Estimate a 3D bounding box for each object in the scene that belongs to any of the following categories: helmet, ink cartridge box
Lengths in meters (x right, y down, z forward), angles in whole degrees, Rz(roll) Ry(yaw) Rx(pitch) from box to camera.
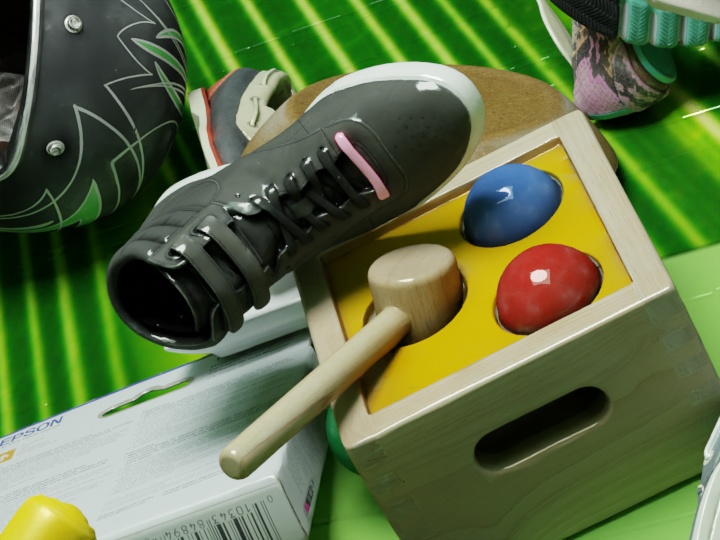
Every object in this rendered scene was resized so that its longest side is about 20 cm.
[{"bbox_3d":[-0.194,-0.113,1.347,0.190,0.201,0.201,-2,41,13],"label":"helmet"},{"bbox_3d":[-0.109,0.106,1.125,0.196,0.043,0.200,-21,15,12],"label":"ink cartridge box"}]

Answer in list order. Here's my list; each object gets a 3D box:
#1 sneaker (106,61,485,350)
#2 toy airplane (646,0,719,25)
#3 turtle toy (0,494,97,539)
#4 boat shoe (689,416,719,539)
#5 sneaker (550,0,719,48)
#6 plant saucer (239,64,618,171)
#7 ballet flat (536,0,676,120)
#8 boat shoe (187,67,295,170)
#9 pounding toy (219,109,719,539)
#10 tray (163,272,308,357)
[{"bbox_3d":[-0.032,-0.021,1.027,0.199,0.071,0.099,-25,21,34],"label":"sneaker"},{"bbox_3d":[0.232,-0.133,1.059,0.141,0.199,0.200,-51,37,-13],"label":"toy airplane"},{"bbox_3d":[-0.157,0.168,0.988,0.146,0.200,0.101,-54,9,-11],"label":"turtle toy"},{"bbox_3d":[0.179,0.084,0.962,0.201,0.073,0.062,-64,4,-31],"label":"boat shoe"},{"bbox_3d":[0.183,-0.161,1.208,0.199,0.075,0.088,6,24,-7],"label":"sneaker"},{"bbox_3d":[0.034,-0.072,1.191,0.199,0.036,0.200,-2,20,1],"label":"plant saucer"},{"bbox_3d":[0.125,-0.174,1.257,0.071,0.069,0.201,-21,63,33],"label":"ballet flat"},{"bbox_3d":[-0.055,-0.062,1.289,0.062,0.071,0.200,-16,26,-2],"label":"boat shoe"},{"bbox_3d":[0.043,0.037,1.028,0.199,0.142,0.184,-26,34,5],"label":"pounding toy"},{"bbox_3d":[0.000,0.000,1.192,0.199,0.022,0.107,-20,12,14],"label":"tray"}]
